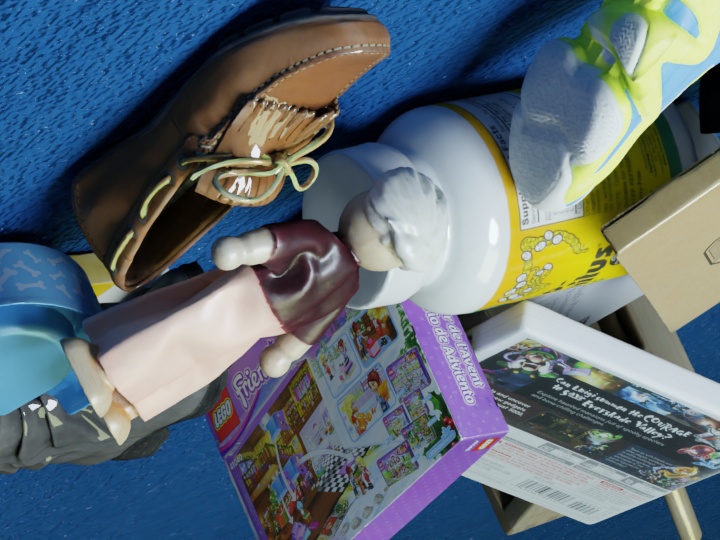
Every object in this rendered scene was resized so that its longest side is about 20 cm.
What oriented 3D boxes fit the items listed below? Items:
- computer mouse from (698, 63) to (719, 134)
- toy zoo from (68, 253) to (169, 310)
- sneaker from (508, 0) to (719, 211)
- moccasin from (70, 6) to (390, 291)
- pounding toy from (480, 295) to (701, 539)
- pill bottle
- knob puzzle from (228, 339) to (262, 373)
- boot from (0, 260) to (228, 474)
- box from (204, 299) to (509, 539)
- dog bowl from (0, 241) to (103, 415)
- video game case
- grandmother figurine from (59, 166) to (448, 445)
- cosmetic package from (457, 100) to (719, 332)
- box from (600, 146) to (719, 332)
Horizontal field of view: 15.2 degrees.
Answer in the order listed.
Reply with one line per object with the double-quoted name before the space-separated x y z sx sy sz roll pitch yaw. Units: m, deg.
"computer mouse" 0.198 -0.074 1.519 0.059 0.034 0.200 -27 141 -49
"toy zoo" -0.190 0.037 1.474 0.200 0.020 0.131 -35 160 31
"sneaker" 0.153 -0.105 1.331 0.105 0.076 0.200 1 136 -31
"moccasin" -0.059 -0.056 1.268 0.201 0.078 0.074 -34 158 30
"pounding toy" 0.150 0.081 1.752 0.142 0.200 0.184 -18 162 -21
"pill bottle" 0.073 -0.038 1.441 0.200 0.113 0.113 -12 160 -34
"knob puzzle" 0.000 0.000 1.593 0.219 0.030 0.220 -26 162 -9
"boot" -0.156 0.068 1.466 0.131 0.070 0.200 -10 154 -28
"box" -0.008 0.082 1.530 0.039 0.137 0.200 -6 153 -39
"dog bowl" -0.215 0.051 1.383 0.200 0.050 0.111 -29 142 22
"video game case" 0.116 0.086 1.559 0.200 0.023 0.182 23 148 -29
"grandmother figurine" -0.047 0.010 1.321 0.200 0.061 0.121 -28 160 -3
"cosmetic package" 0.125 -0.013 1.590 0.200 0.074 0.102 -27 161 -25
"box" 0.230 -0.048 1.440 0.200 0.021 0.163 -35 156 5
